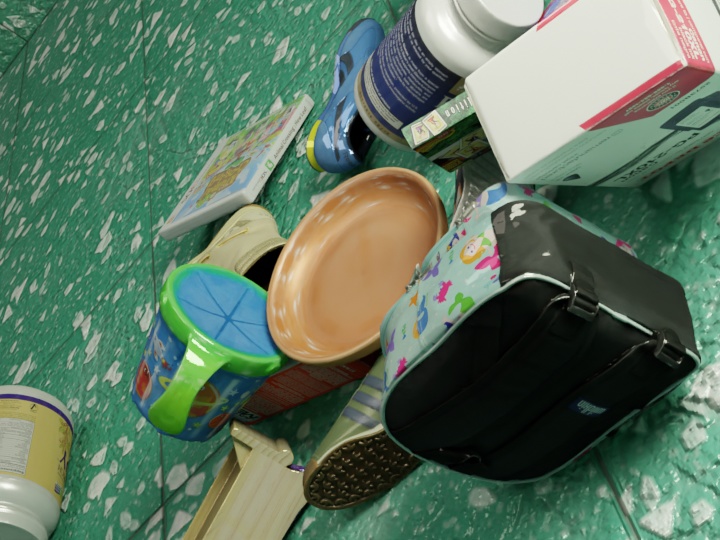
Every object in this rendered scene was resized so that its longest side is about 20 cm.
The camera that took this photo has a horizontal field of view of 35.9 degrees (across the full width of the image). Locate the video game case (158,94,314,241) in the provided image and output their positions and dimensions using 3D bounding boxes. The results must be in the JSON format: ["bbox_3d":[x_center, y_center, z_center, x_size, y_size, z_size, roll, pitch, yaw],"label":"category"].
[{"bbox_3d":[-0.160,-0.131,1.427,0.199,0.022,0.183,-19,35,47],"label":"video game case"}]

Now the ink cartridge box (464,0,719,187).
[{"bbox_3d":[0.192,-0.128,0.777,0.144,0.199,0.085,-33,72,36],"label":"ink cartridge box"}]

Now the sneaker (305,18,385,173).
[{"bbox_3d":[0.004,-0.199,1.257,0.078,0.066,0.202,-1,62,42],"label":"sneaker"}]

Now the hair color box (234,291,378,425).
[{"bbox_3d":[-0.065,0.071,1.112,0.199,0.064,0.112,-26,45,40],"label":"hair color box"}]

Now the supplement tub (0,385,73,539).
[{"bbox_3d":[-0.449,0.264,1.416,0.145,0.145,0.201,-38,37,30],"label":"supplement tub"}]

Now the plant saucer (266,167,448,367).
[{"bbox_3d":[0.000,0.000,1.001,0.199,0.037,0.201,-27,44,28],"label":"plant saucer"}]

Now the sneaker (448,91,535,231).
[{"bbox_3d":[0.116,-0.055,0.956,0.078,0.079,0.202,2,79,12],"label":"sneaker"}]

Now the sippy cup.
[{"bbox_3d":[-0.148,0.085,1.046,0.140,0.177,0.131,49,120,28],"label":"sippy cup"}]

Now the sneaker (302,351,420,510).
[{"bbox_3d":[0.027,0.116,0.946,0.200,0.067,0.090,-44,26,22],"label":"sneaker"}]

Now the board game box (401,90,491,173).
[{"bbox_3d":[0.135,-0.140,0.859,0.199,0.105,0.024,-29,72,17],"label":"board game box"}]

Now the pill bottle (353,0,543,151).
[{"bbox_3d":[0.084,-0.207,1.053,0.200,0.110,0.112,-43,30,52],"label":"pill bottle"}]

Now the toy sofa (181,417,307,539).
[{"bbox_3d":[-0.125,0.248,1.042,0.201,0.097,0.083,-61,6,-5],"label":"toy sofa"}]

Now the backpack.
[{"bbox_3d":[0.107,0.052,0.771,0.200,0.176,0.151,-51,27,32],"label":"backpack"}]

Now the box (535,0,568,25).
[{"bbox_3d":[0.210,-0.254,0.943,0.137,0.039,0.200,-54,4,8],"label":"box"}]

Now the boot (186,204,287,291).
[{"bbox_3d":[-0.151,0.029,1.261,0.200,0.073,0.155,-50,27,2],"label":"boot"}]
